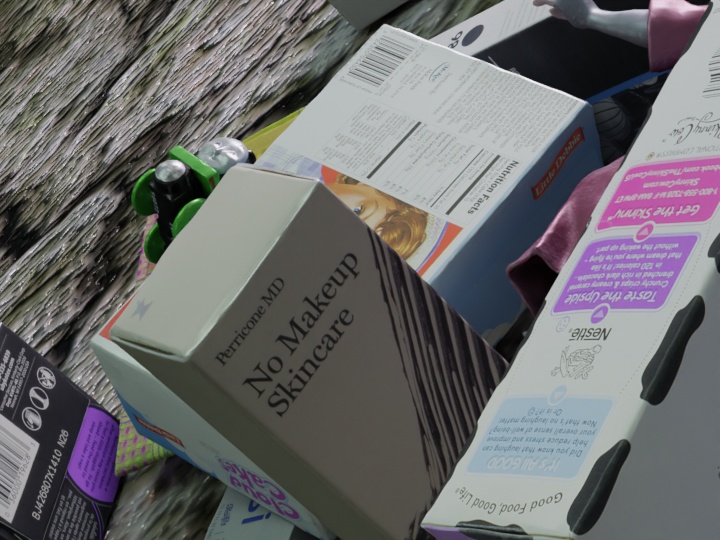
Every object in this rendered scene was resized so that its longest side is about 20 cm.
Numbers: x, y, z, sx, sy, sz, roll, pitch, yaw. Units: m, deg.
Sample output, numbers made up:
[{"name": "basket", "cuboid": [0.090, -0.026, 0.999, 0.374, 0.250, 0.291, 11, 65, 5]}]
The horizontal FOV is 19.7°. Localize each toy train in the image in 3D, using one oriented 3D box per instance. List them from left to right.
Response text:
[{"name": "toy train", "cuboid": [-0.057, 0.021, 0.933, 0.056, 0.201, 0.042, -35, 50, -25]}]

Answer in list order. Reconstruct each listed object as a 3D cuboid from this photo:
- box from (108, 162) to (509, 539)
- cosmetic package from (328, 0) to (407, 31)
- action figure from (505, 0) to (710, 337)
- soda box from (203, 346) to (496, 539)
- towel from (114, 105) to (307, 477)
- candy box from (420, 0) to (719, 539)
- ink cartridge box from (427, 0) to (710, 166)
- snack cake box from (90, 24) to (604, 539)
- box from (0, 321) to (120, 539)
[{"name": "box", "cuboid": [0.012, 0.056, 0.743, 0.082, 0.200, 0.068, -54, 29, -12]}, {"name": "cosmetic package", "cuboid": [0.052, -0.243, 1.239, 0.199, 0.085, 0.108, -29, 31, 37]}, {"name": "action figure", "cuboid": [0.137, -0.045, 0.767, 0.148, 0.134, 0.201, -8, 49, 53]}, {"name": "soda box", "cuboid": [-0.006, 0.083, 0.889, 0.063, 0.068, 0.201, -19, 37, 45]}, {"name": "towel", "cuboid": [-0.066, 0.006, 1.099, 0.143, 0.023, 0.201, -24, 46, 33]}, {"name": "candy box", "cuboid": [0.135, 0.039, 0.608, 0.071, 0.168, 0.201, -5, 49, 56]}, {"name": "ink cartridge box", "cuboid": [0.104, -0.083, 0.913, 0.199, 0.099, 0.039, -23, 33, 44]}, {"name": "snack cake box", "cuboid": [0.000, 0.000, 0.855, 0.115, 0.067, 0.200, 26, 62, 34]}, {"name": "box", "cuboid": [-0.236, 0.137, 1.138, 0.199, 0.106, 0.123, -31, 30, 34]}]
